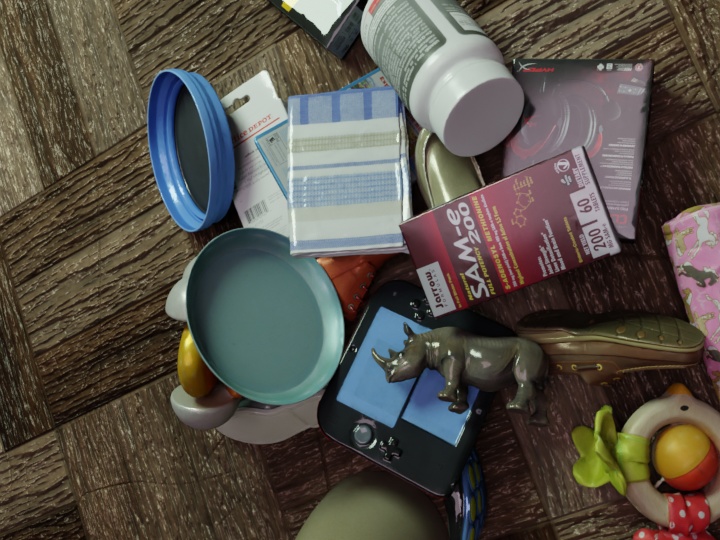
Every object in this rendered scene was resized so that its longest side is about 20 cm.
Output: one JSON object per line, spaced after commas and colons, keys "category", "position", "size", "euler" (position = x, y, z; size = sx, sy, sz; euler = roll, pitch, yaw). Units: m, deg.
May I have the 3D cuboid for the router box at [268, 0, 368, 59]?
{"category": "router box", "position": [-0.028, -0.395, 0.918], "size": [0.157, 0.052, 0.201], "euler": [42, 104, 18]}

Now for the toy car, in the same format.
{"category": "toy car", "position": [-0.148, 0.080, 0.892], "size": [0.146, 0.200, 0.179], "euler": [1, 108, -1]}

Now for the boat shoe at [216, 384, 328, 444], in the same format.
{"category": "boat shoe", "position": [-0.101, 0.170, 0.944], "size": [0.197, 0.073, 0.063], "euler": [-19, 39, 27]}

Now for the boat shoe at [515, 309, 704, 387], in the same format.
{"category": "boat shoe", "position": [0.258, 0.084, 0.772], "size": [0.197, 0.071, 0.069], "euler": [0, 108, 42]}

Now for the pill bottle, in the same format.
{"category": "pill bottle", "position": [0.086, -0.224, 0.802], "size": [0.113, 0.113, 0.202], "euler": [-40, 53, 16]}

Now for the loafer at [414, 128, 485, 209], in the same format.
{"category": "loafer", "position": [0.115, -0.073, 0.834], "size": [0.074, 0.068, 0.205], "euler": [-14, 91, -16]}

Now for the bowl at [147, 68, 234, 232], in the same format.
{"category": "bowl", "position": [-0.218, -0.153, 0.945], "size": [0.199, 0.039, 0.205], "euler": [26, 122, 50]}

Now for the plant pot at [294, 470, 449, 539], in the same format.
{"category": "plant pot", "position": [-0.011, 0.340, 0.818], "size": [0.183, 0.199, 0.192], "euler": [-1, 88, 21]}

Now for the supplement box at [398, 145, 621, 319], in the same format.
{"category": "supplement box", "position": [0.150, -0.037, 0.751], "size": [0.197, 0.061, 0.111], "euler": [-22, 91, 22]}

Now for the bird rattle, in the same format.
{"category": "bird rattle", "position": [0.316, 0.211, 0.746], "size": [0.163, 0.113, 0.200], "euler": [-42, 77, -1]}

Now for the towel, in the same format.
{"category": "towel", "position": [-0.013, -0.113, 0.845], "size": [0.143, 0.024, 0.205], "euler": [-4, 73, 4]}

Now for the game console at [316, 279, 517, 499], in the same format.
{"category": "game console", "position": [0.061, 0.124, 0.827], "size": [0.174, 0.031, 0.203], "euler": [22, 74, 21]}

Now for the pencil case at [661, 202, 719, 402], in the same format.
{"category": "pencil case", "position": [0.369, 0.032, 0.733], "size": [0.085, 0.082, 0.205], "euler": [-19, 81, 36]}

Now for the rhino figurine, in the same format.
{"category": "rhino figurine", "position": [0.106, 0.102, 0.786], "size": [0.195, 0.060, 0.089], "euler": [8, 63, 13]}

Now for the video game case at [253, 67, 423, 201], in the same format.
{"category": "video game case", "position": [-0.008, -0.144, 0.878], "size": [0.197, 0.018, 0.145], "euler": [-30, 78, -7]}

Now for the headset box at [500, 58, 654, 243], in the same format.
{"category": "headset box", "position": [0.230, -0.117, 0.795], "size": [0.145, 0.075, 0.205], "euler": [7, 92, 21]}

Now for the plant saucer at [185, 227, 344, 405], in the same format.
{"category": "plant saucer", "position": [-0.105, 0.051, 0.815], "size": [0.027, 0.198, 0.204], "euler": [-33, 76, 47]}

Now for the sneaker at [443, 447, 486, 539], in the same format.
{"category": "sneaker", "position": [0.089, 0.219, 0.853], "size": [0.082, 0.070, 0.204], "euler": [-24, 74, 21]}

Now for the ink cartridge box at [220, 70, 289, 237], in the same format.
{"category": "ink cartridge box", "position": [-0.111, -0.132, 0.938], "size": [0.114, 0.068, 0.203], "euler": [-27, 80, 19]}

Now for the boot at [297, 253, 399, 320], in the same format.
{"category": "boot", "position": [0.000, 0.000, 0.896], "size": [0.197, 0.075, 0.109], "euler": [-19, 90, 24]}
